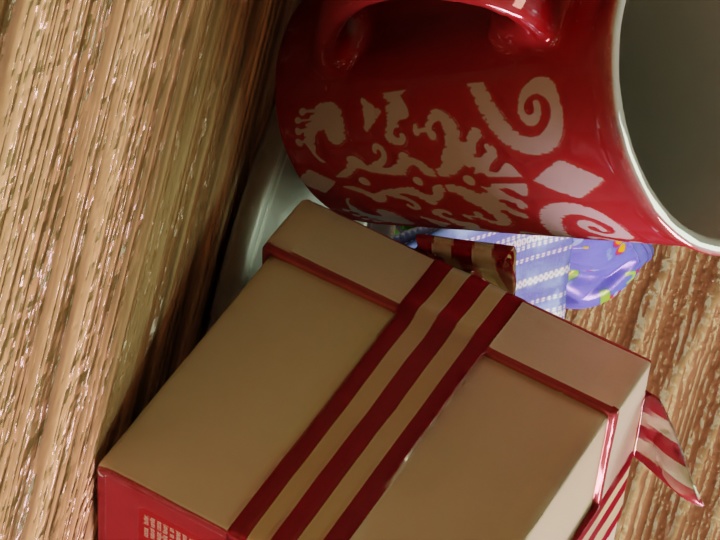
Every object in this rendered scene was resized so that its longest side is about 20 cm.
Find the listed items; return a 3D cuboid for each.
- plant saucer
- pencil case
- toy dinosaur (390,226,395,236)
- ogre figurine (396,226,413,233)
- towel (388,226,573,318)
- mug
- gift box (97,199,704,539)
[{"bbox_3d":[-0.020,-0.008,1.284,0.200,0.050,0.201,17,90,-83],"label":"plant saucer"},{"bbox_3d":[0.102,-0.041,1.441,0.078,0.086,0.200,-63,162,-10],"label":"pencil case"},{"bbox_3d":[0.000,0.000,1.389,0.201,0.106,0.060,-66,148,-20],"label":"toy dinosaur"},{"bbox_3d":[0.018,0.027,1.502,0.200,0.098,0.120,-52,-179,-29],"label":"ogre figurine"},{"bbox_3d":[0.049,0.069,1.320,0.144,0.024,0.201,-17,119,-45],"label":"towel"},{"bbox_3d":[0.060,-0.090,1.114,0.134,0.199,0.178,-52,122,-29],"label":"mug"},{"bbox_3d":[0.019,0.108,1.152,0.187,0.199,0.185,-53,164,-37],"label":"gift box"}]
